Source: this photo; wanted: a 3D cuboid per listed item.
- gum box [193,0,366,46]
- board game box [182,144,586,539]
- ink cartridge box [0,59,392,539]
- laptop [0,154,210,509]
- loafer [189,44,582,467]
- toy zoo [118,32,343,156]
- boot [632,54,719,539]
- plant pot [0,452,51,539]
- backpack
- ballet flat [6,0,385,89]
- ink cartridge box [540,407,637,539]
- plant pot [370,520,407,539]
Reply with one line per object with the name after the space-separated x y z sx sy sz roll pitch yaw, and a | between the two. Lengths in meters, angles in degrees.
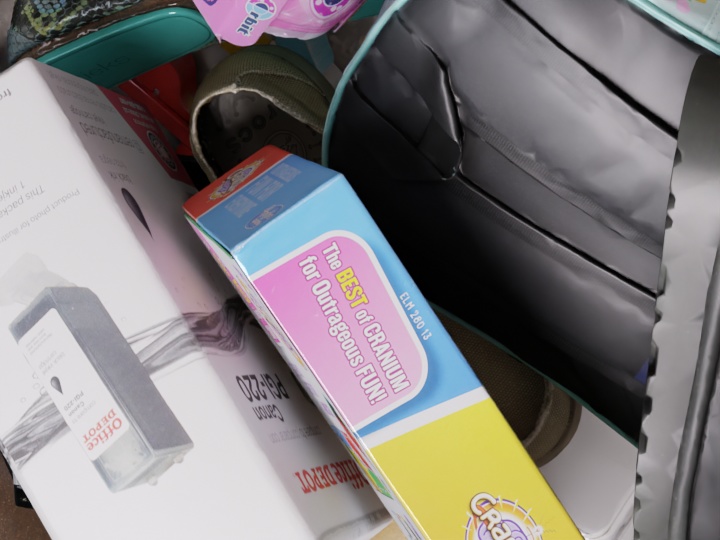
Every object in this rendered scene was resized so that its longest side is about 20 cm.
-0.037 -0.184 0.675 0.114 0.066 0.201 -46 65 43 | gum box
0.020 0.056 0.666 0.201 0.040 0.153 56 175 -12 | board game box
-0.081 0.034 0.751 0.084 0.146 0.201 -31 83 8 | ink cartridge box
-0.119 0.004 0.937 0.198 0.116 0.189 7 120 10 | laptop
0.000 0.000 0.765 0.200 0.067 0.076 46 111 10 | loafer
-0.066 -0.056 0.897 0.131 0.020 0.200 40 137 2 | toy zoo
0.161 0.039 0.585 0.156 0.080 0.212 9 130 12 | boot
-0.225 0.136 1.073 0.199 0.188 0.187 32 139 -12 | plant pot
0.093 -0.048 0.689 0.199 0.154 0.176 25 137 -6 | backpack
-0.053 -0.123 0.794 0.198 0.074 0.075 -12 118 19 | ballet flat
0.044 0.128 0.921 0.145 0.085 0.201 28 137 16 | ink cartridge box
-0.016 0.100 0.837 0.198 0.027 0.202 3 98 24 | plant pot
